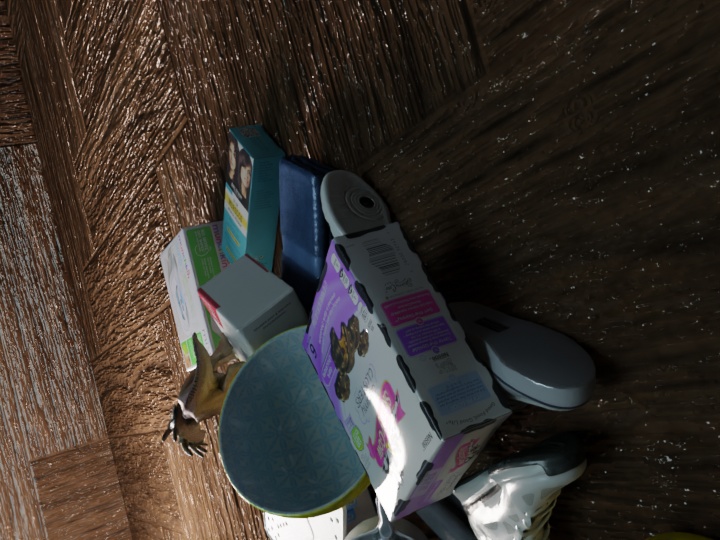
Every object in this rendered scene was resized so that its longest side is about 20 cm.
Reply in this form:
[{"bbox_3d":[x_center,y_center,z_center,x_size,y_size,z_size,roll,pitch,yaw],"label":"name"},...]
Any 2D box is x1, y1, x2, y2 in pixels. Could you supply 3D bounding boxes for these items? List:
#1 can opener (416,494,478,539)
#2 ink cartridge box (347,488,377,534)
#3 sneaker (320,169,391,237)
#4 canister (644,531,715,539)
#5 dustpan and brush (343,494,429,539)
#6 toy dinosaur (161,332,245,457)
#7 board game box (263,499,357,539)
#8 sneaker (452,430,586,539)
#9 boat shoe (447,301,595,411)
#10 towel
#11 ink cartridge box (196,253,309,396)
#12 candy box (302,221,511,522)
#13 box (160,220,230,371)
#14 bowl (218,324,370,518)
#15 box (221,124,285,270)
[{"bbox_3d":[0.076,0.227,0.824,0.200,0.052,0.068,41,139,46],"label":"can opener"},{"bbox_3d":[-0.046,0.344,1.074,0.200,0.066,0.118,-41,66,57],"label":"ink cartridge box"},{"bbox_3d":[0.000,0.000,0.850,0.202,0.072,0.113,59,145,27],"label":"sneaker"},{"bbox_3d":[0.246,0.292,0.518,0.148,0.085,0.205,-2,97,60],"label":"canister"},{"bbox_3d":[0.028,0.291,0.850,0.057,0.136,0.204,-71,-18,-69],"label":"dustpan and brush"},{"bbox_3d":[-0.194,0.159,0.975,0.086,0.135,0.201,47,162,21],"label":"toy dinosaur"},{"bbox_3d":[-0.067,0.306,0.993,0.199,0.025,0.204,34,132,47],"label":"board game box"},{"bbox_3d":[0.151,0.212,0.671,0.117,0.074,0.201,66,158,17],"label":"sneaker"},{"bbox_3d":[0.122,0.084,0.673,0.199,0.071,0.067,22,124,57],"label":"boat shoe"},{"bbox_3d":[-0.059,-0.034,0.967,0.111,0.048,0.204,33,130,49],"label":"towel"},{"bbox_3d":[-0.102,0.099,0.989,0.144,0.083,0.202,29,151,54],"label":"ink cartridge box"},{"bbox_3d":[0.030,0.091,0.709,0.202,0.070,0.169,60,151,28],"label":"candy box"},{"bbox_3d":[-0.234,0.043,1.262,0.176,0.095,0.204,-25,79,63],"label":"box"},{"bbox_3d":[-0.043,0.173,0.864,0.201,0.199,0.108,54,-178,35],"label":"bowl"},{"bbox_3d":[-0.152,-0.092,1.108,0.082,0.048,0.203,49,141,40],"label":"box"}]
